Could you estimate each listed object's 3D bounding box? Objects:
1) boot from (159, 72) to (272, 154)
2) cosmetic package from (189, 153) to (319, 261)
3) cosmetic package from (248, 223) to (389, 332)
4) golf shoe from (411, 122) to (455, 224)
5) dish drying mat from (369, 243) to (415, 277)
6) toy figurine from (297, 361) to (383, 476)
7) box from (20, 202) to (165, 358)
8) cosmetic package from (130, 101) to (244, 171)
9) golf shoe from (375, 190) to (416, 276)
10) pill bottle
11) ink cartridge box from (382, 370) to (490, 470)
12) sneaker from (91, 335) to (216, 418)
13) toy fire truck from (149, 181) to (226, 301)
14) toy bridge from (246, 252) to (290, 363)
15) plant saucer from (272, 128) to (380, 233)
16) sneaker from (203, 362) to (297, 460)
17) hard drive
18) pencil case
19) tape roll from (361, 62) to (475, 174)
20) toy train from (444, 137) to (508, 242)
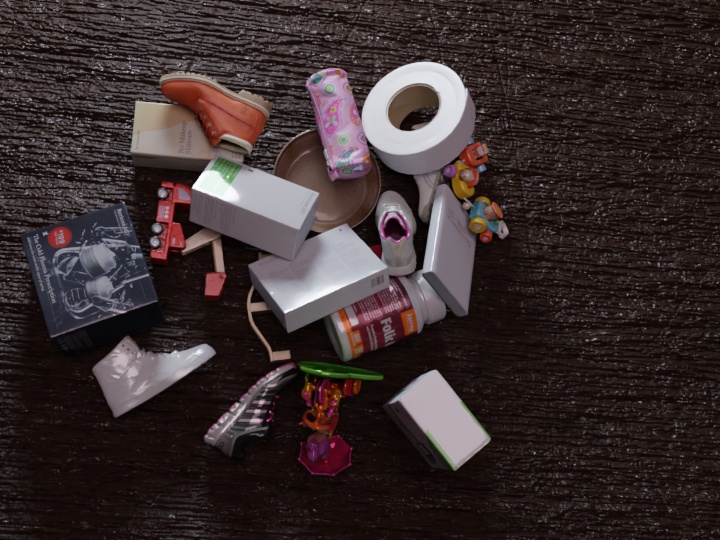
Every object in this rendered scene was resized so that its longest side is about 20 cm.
[{"bbox_3d":[-0.264,-0.274,1.634,0.199,0.075,0.108,19,77,-4],"label":"boot"},{"bbox_3d":[-0.184,-0.110,1.629,0.199,0.085,0.108,19,47,4],"label":"cosmetic package"},{"bbox_3d":[-0.072,0.009,1.619,0.199,0.052,0.151,-24,46,-18],"label":"cosmetic package"},{"bbox_3d":[0.121,-0.184,1.755,0.097,0.078,0.201,8,74,18],"label":"golf shoe"},{"bbox_3d":[0.000,0.000,1.711,0.199,0.018,0.077,-15,79,-11],"label":"dish drying mat"},{"bbox_3d":[-0.054,0.255,1.574,0.149,0.200,0.185,8,88,15],"label":"toy figurine"},{"bbox_3d":[-0.448,0.015,1.579,0.181,0.104,0.201,-19,69,-13],"label":"box"},{"bbox_3d":[-0.308,-0.238,1.691,0.199,0.071,0.106,3,76,-8],"label":"cosmetic package"},{"bbox_3d":[0.064,-0.084,1.671,0.075,0.092,0.201,-8,46,0],"label":"golf shoe"},{"bbox_3d":[0.042,0.075,1.651,0.199,0.114,0.115,-20,81,-12],"label":"pill bottle"},{"bbox_3d":[0.123,0.254,1.580,0.084,0.200,0.146,-38,85,-12],"label":"ink cartridge box"},{"bbox_3d":[-0.356,0.151,1.597,0.199,0.074,0.116,-30,86,-12],"label":"sneaker"},{"bbox_3d":[-0.300,-0.054,1.663,0.140,0.049,0.201,8,76,-7],"label":"toy fire truck"},{"bbox_3d":[-0.168,0.065,1.667,0.067,0.027,0.201,-6,77,-9],"label":"toy bridge"},{"bbox_3d":[-0.063,-0.162,1.729,0.199,0.037,0.202,2,78,-8],"label":"plant saucer"},{"bbox_3d":[-0.170,0.245,1.605,0.087,0.074,0.200,45,79,2],"label":"sneaker"},{"bbox_3d":[0.161,-0.037,1.663,0.132,0.026,0.201,48,41,-38],"label":"hard drive"},{"bbox_3d":[-0.041,-0.260,1.693,0.087,0.087,0.201,-12,80,-11],"label":"pencil case"},{"bbox_3d":[0.107,-0.279,1.716,0.201,0.071,0.203,-10,61,18],"label":"tape roll"},{"bbox_3d":[0.229,-0.154,1.726,0.150,0.055,0.201,-18,84,-52],"label":"toy train"}]
